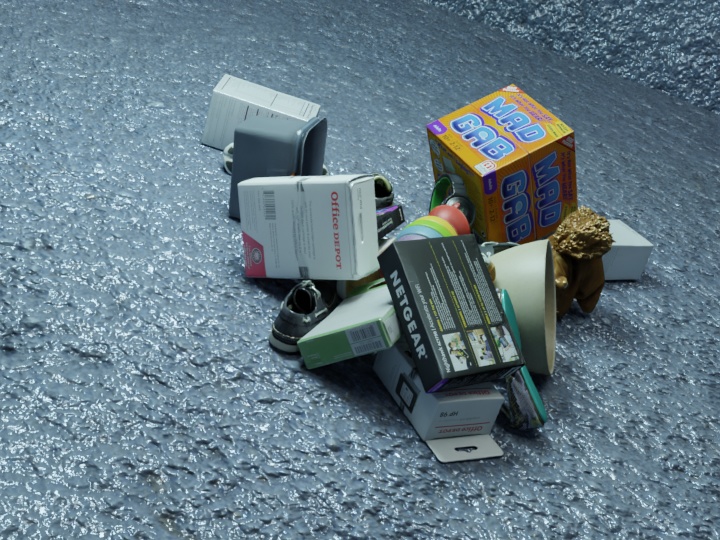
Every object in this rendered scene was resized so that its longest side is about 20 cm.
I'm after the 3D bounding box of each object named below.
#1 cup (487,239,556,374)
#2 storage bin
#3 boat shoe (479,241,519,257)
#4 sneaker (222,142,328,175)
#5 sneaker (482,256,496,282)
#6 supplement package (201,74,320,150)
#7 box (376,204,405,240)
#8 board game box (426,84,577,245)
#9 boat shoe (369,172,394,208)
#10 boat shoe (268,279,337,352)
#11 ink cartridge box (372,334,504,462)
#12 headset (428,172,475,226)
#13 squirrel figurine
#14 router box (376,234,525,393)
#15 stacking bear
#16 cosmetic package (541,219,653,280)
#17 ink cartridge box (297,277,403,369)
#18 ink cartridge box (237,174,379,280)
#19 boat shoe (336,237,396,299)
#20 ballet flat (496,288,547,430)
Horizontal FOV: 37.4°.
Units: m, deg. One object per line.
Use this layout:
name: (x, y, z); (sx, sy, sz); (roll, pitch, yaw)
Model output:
cup: (0.221, 0.056, 1.626); (0.140, 0.204, 0.201); (-1, 23, 15)
storage bin: (-0.145, -0.157, 1.762); (0.132, 0.204, 0.146); (12, 25, 12)
boat shoe: (0.219, -0.016, 1.838); (0.060, 0.077, 0.198); (-8, 7, 41)
sneaker: (-0.152, -0.201, 1.951); (0.196, 0.082, 0.084); (17, 21, -2)
sneaker: (0.108, 0.038, 1.573); (0.076, 0.199, 0.088); (52, 5, -21)
supplement package: (-0.188, -0.279, 2.031); (0.196, 0.111, 0.114); (18, 26, -2)
box: (-0.028, -0.057, 1.733); (0.141, 0.037, 0.200); (-8, 16, 29)
board game box: (0.264, -0.182, 1.973); (0.197, 0.202, 0.200); (-26, 43, -14)
boat shoe: (0.034, -0.144, 1.976); (0.070, 0.067, 0.202); (17, 27, -3)
boat shoe: (-0.073, 0.050, 1.551); (0.072, 0.064, 0.200); (22, 27, 9)
ink cartridge box: (0.114, 0.167, 1.455); (0.114, 0.068, 0.200); (0, 33, -32)
headset: (0.146, -0.081, 1.887); (0.092, 0.124, 0.203); (5, 53, -18)
squirrel figurine: (0.341, -0.019, 1.801); (0.141, 0.202, 0.185); (38, 23, 25)
router box: (0.122, 0.053, 1.434); (0.147, 0.051, 0.203); (-5, 66, -35)
stacking bear: (0.118, -0.038, 1.732); (0.112, 0.123, 0.200); (28, 39, 10)
cosmetic package: (0.452, -0.041, 2.046); (0.197, 0.082, 0.113); (-3, 32, -35)
ink cartridge box: (0.016, 0.063, 1.504); (0.144, 0.049, 0.200); (-18, 12, 31)
ink cartridge box: (-0.076, -0.066, 1.593); (0.197, 0.149, 0.084); (2, 12, 29)
boat shoe: (0.000, 0.000, 1.699); (0.068, 0.072, 0.200); (6, 21, 23)
ballet flat: (0.202, 0.129, 1.499); (0.071, 0.072, 0.204); (-7, 77, -42)
